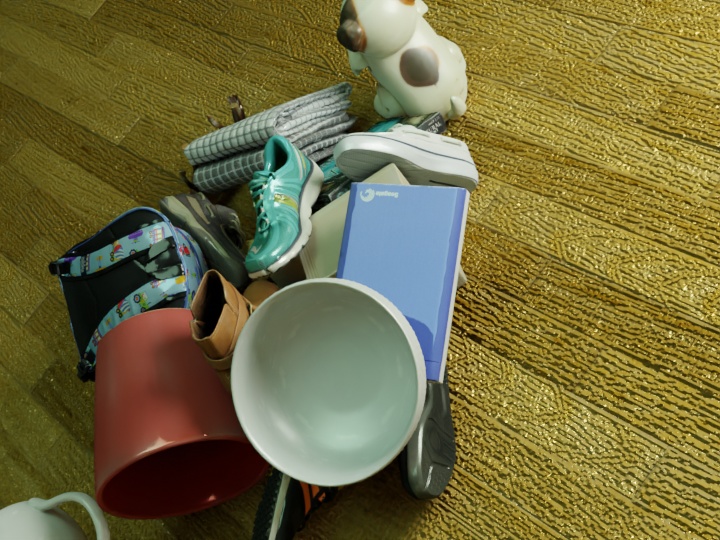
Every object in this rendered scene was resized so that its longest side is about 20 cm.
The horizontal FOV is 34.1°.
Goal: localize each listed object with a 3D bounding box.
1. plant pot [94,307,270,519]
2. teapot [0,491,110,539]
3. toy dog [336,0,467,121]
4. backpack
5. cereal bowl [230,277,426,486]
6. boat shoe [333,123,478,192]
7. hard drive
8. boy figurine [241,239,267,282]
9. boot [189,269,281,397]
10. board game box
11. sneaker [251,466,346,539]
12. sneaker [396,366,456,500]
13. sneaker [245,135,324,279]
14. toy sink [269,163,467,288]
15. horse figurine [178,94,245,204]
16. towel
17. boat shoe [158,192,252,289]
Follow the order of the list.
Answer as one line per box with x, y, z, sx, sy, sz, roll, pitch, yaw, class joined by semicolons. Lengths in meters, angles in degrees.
-0.209;0.153;1.305;0.199;0.200;0.179;-27;59;17;plant pot
-0.359;0.362;1.303;0.145;0.201;0.197;28;56;25;teapot
0.043;-0.278;1.485;0.139;0.200;0.195;-34;43;10;toy dog
-0.260;0.023;1.429;0.199;0.134;0.185;-30;71;30;backpack
-0.026;0.106;1.167;0.197;0.083;0.203;1;95;16;cereal bowl
0.049;-0.135;1.377;0.073;0.198;0.068;-37;52;41;boat shoe
0.037;0.010;1.230;0.130;0.025;0.203;4;78;23;hard drive
-0.073;-0.040;1.474;0.199;0.065;0.125;-31;18;16;boy figurine
-0.133;0.051;1.269;0.076;0.156;0.202;-18;44;19;boot
-0.002;-0.132;1.454;0.200;0.028;0.135;-39;21;-29;board game box
-0.052;0.227;1.237;0.070;0.089;0.202;131;155;-57;sneaker
0.037;0.164;1.231;0.113;0.076;0.201;-25;42;21;sneaker
-0.101;-0.071;1.326;0.077;0.080;0.201;-21;38;27;sneaker
0.000;0.000;1.348;0.199;0.130;0.113;-32;44;11;toy sink
-0.203;-0.150;1.645;0.049;0.133;0.201;19;59;23;horse figurine
-0.109;-0.168;1.545;0.164;0.087;0.199;-15;10;36;towel
-0.182;-0.049;1.472;0.073;0.075;0.200;-28;45;-22;boat shoe
